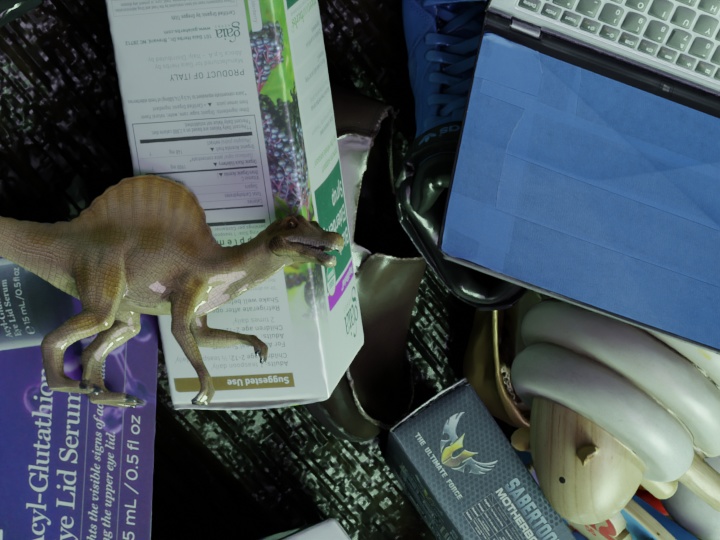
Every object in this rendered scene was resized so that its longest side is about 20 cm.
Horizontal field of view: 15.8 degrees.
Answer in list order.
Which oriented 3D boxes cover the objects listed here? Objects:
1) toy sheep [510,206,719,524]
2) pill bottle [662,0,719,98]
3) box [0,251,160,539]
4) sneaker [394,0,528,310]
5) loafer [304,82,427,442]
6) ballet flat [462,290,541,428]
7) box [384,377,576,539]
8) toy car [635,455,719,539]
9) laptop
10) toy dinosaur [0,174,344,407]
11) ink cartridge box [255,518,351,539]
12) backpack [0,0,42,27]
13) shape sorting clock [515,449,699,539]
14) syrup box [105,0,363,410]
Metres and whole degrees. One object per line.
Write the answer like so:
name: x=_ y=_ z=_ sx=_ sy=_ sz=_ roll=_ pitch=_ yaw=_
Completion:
toy sheep: x=0.145 y=0.030 z=1.229 sx=0.138 sy=0.138 sz=0.201 roll=42 pitch=72 yaw=-36
pill bottle: x=0.165 y=-0.146 z=1.252 sx=0.119 sy=0.120 sz=0.201 roll=-14 pitch=121 yaw=-20
box: x=-0.199 y=0.069 z=1.151 sx=0.199 sy=0.104 sz=0.149 roll=11 pitch=70 yaw=-32
sneaker: x=0.055 y=-0.080 z=1.213 sx=0.076 sy=0.111 sz=0.201 roll=-3 pitch=107 yaw=10
loafer: x=0.000 y=0.000 z=1.260 sx=0.073 sy=0.071 sz=0.201 roll=-57 pitch=142 yaw=-48
ballet flat: x=0.094 y=-0.009 z=1.324 sx=0.068 sy=0.063 sz=0.201 roll=-10 pitch=119 yaw=-23
box: x=0.086 y=0.155 z=1.294 sx=0.051 sy=0.158 sz=0.200 roll=-34 pitch=82 yaw=-5
toy car: x=0.200 y=0.078 z=1.384 sx=0.199 sy=0.176 sz=0.150 roll=10 pitch=145 yaw=-31
laptop: x=0.154 y=-0.086 z=1.151 sx=0.186 sy=0.116 sz=0.201 roll=19 pitch=117 yaw=-12
toy dinosaur: x=-0.109 y=0.006 z=1.131 sx=0.199 sy=0.058 sz=0.102 roll=6 pitch=80 yaw=0
ink cartridge box: x=-0.068 y=0.161 z=1.261 sx=0.199 sy=0.198 sz=0.044 roll=-20 pitch=87 yaw=-17
backpack: x=-0.260 y=-0.104 z=1.058 sx=0.200 sy=0.153 sz=0.163 roll=-55 pitch=131 yaw=-19
shape sorting clock: x=0.143 y=0.168 z=1.359 sx=0.039 sy=0.200 sz=0.201 roll=-39 pitch=127 yaw=-19
syrup box: x=-0.054 y=-0.044 z=1.177 sx=0.081 sy=0.079 sz=0.201 roll=-4 pitch=107 yaw=15
